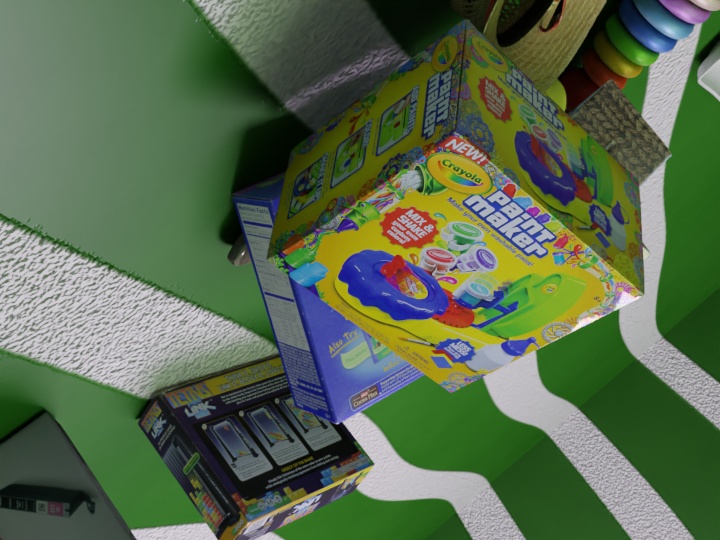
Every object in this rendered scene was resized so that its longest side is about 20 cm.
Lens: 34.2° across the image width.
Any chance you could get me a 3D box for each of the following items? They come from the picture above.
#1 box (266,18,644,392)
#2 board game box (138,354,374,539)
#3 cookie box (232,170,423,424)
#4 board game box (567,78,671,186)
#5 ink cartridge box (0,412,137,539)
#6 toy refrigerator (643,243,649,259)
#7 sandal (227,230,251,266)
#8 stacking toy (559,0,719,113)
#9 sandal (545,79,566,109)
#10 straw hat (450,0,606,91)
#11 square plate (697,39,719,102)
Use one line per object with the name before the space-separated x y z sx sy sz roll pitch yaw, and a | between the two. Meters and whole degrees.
box | 0.072 -0.039 0.866 0.199 0.123 0.192 36 132 -27
board game box | -0.106 0.182 1.221 0.199 0.166 0.057 -13 145 -50
cookie box | 0.000 0.000 1.007 0.170 0.202 0.075 -26 -160 -31
board game box | 0.184 -0.074 1.181 0.159 0.097 0.200 -41 -179 -30
ink cartridge box | -0.287 0.253 1.009 0.173 0.200 0.044 -36 161 -12
toy refrigerator | 0.148 -0.053 0.990 0.199 0.070 0.076 35 109 -27
sandal | -0.036 -0.029 1.064 0.200 0.057 0.080 -4 139 -50
stacking toy | 0.271 -0.229 1.175 0.085 0.086 0.200 -14 153 -49
sandal | 0.092 -0.126 1.093 0.087 0.080 0.200 31 117 -35
straw hat | 0.119 -0.224 0.902 0.201 0.085 0.202 -42 154 -26
square plate | 0.517 -0.304 1.497 0.200 0.028 0.198 -47 157 18
